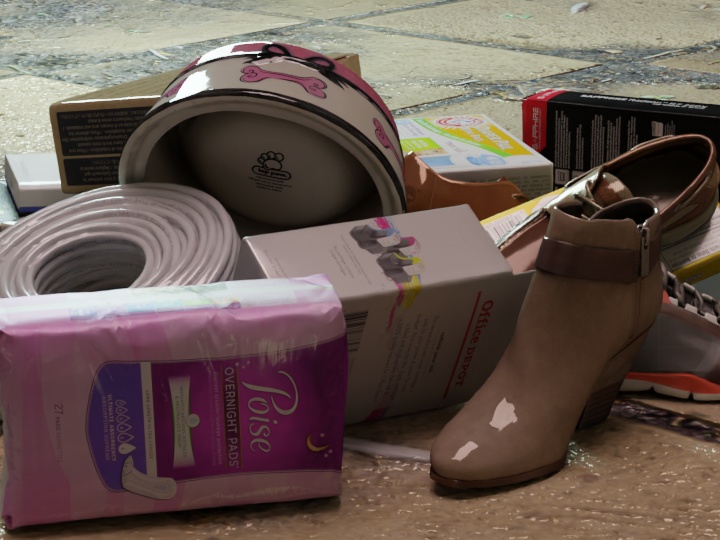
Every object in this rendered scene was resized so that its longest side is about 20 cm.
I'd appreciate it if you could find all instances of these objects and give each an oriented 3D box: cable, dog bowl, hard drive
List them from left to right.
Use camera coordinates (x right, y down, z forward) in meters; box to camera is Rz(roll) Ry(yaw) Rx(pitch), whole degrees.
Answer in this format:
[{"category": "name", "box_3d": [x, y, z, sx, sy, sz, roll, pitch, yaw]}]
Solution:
[{"category": "cable", "box_3d": [-0.166, 0.020, 1.427, 0.199, 0.070, 0.200, 11, 41, 32]}, {"category": "hard drive", "box_3d": [-0.180, -0.072, 1.777, 0.199, 0.026, 0.132, -2, 14, -14]}, {"category": "dog bowl", "box_3d": [-0.060, -0.071, 1.505, 0.199, 0.201, 0.074, 3, 48, 13]}]

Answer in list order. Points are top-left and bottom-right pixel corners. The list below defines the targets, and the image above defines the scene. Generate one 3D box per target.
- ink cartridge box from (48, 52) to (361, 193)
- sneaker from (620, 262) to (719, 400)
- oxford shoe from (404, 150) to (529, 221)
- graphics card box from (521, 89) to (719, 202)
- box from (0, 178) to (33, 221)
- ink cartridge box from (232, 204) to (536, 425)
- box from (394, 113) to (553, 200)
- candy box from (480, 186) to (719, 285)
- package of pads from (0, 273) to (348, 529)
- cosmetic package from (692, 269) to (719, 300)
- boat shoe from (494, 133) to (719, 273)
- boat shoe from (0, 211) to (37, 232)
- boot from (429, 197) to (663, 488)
[{"category": "ink cartridge box", "box_3d": [-0.113, -0.113, 1.696, 0.164, 0.076, 0.200, 0, 13, 30]}, {"category": "sneaker", "box_3d": [0.201, 0.034, 1.427, 0.198, 0.083, 0.077, -2, 15, -3]}, {"category": "oxford shoe", "box_3d": [0.109, -0.025, 1.574, 0.199, 0.072, 0.071, 25, -2, -6]}, {"category": "graphics card box", "box_3d": [0.224, -0.070, 1.731, 0.199, 0.126, 0.051, 8, 17, 31]}, {"category": "box", "box_3d": [-0.247, -0.034, 1.768, 0.160, 0.049, 0.200, -7, 16, -35]}, {"category": "ink cartridge box", "box_3d": [0.018, 0.029, 1.367, 0.199, 0.116, 0.068, -9, 47, -27]}, {"category": "box", "box_3d": [0.070, -0.051, 1.712, 0.112, 0.102, 0.200, -4, 16, -12]}, {"category": "candy box", "box_3d": [0.158, -0.013, 1.524, 0.199, 0.026, 0.103, -22, 60, -16]}, {"category": "package of pads", "box_3d": [-0.106, 0.072, 1.231, 0.198, 0.121, 0.076, -4, 18, -10]}, {"category": "cosmetic package", "box_3d": [0.343, 0.024, 1.522, 0.150, 0.052, 0.200, -12, 19, -27]}, {"category": "boat shoe", "box_3d": [0.158, -0.036, 1.479, 0.199, 0.072, 0.076, -32, 65, -22]}, {"category": "boat shoe", "box_3d": [-0.222, -0.010, 1.607, 0.199, 0.073, 0.072, -9, 9, 19]}, {"category": "boot", "box_3d": [0.113, 0.034, 1.304, 0.070, 0.147, 0.200, 21, 25, 29]}]
